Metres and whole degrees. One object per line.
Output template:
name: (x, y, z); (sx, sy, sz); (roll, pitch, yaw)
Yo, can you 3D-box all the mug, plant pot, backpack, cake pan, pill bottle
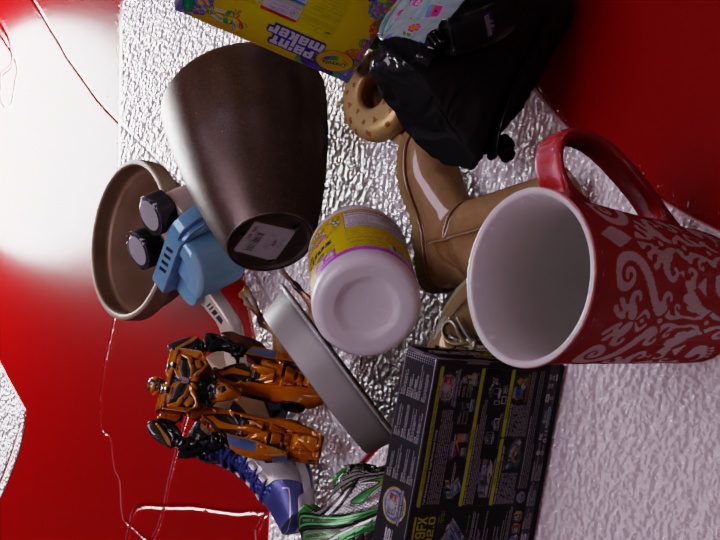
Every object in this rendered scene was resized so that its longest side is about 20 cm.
mug: (0.205, -0.006, 1.088); (0.133, 0.199, 0.179); (29, 107, 50)
plant pot: (-0.256, -0.034, 1.771); (0.200, 0.092, 0.203); (-12, 75, 51)
plant pot: (-0.112, -0.105, 1.492); (0.187, 0.186, 0.201); (-48, 40, 37)
backpack: (0.101, -0.214, 1.262); (0.126, 0.167, 0.201); (19, 66, 39)
cake pan: (-0.032, 0.102, 1.392); (0.037, 0.201, 0.200); (-37, 47, -3)
pill bottle: (0.000, 0.000, 1.381); (0.200, 0.103, 0.105); (-100, 29, -70)

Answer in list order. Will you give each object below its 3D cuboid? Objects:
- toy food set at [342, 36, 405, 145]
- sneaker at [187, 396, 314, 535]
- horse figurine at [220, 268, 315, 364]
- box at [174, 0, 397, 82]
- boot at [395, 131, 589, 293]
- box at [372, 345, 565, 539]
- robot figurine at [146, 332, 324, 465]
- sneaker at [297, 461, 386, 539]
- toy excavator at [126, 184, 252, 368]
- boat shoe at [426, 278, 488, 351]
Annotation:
toy food set: (0.060, -0.224, 1.427); (0.199, 0.048, 0.200); (16, 97, 52)
sneaker: (-0.128, 0.204, 1.544); (0.081, 0.114, 0.200); (110, 147, -47)
horse figurine: (-0.068, 0.054, 1.532); (0.200, 0.050, 0.133); (-37, 88, 36)
box: (-0.079, -0.327, 1.455); (0.122, 0.199, 0.193); (-56, 25, 32)
boot: (0.127, -0.068, 1.310); (0.199, 0.066, 0.177); (-12, 89, 52)
box: (0.095, 0.172, 1.237); (0.044, 0.159, 0.202); (16, 99, 52)
robot figurine: (-0.131, 0.137, 1.495); (0.058, 0.198, 0.146); (104, 177, -64)
sneaker: (0.019, 0.205, 1.307); (0.199, 0.078, 0.086); (-37, 70, 14)
toy excavator: (-0.177, 0.017, 1.617); (0.200, 0.099, 0.195); (51, 142, 20)
boat shoe: (0.089, 0.092, 1.310); (0.202, 0.073, 0.063); (-61, 3, 31)
